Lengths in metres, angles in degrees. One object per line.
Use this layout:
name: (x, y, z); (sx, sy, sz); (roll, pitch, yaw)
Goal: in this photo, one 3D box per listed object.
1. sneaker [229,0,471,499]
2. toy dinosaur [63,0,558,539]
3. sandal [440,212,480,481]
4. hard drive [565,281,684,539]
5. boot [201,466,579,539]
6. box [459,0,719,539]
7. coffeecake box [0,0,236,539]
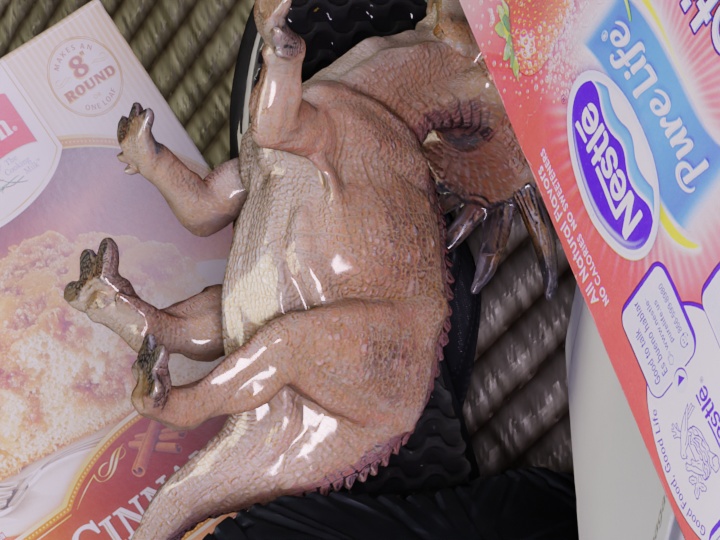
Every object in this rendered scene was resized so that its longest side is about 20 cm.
sneaker: (-0.017, 0.001, 0.928); (0.090, 0.070, 0.202); (-9, 85, 64)
toy dinosaur: (0.000, 0.000, 0.843); (0.086, 0.135, 0.201); (7, 79, 62)
sandal: (0.012, 0.025, 0.991); (0.075, 0.048, 0.202); (-12, 90, 50)
hard drive: (0.079, 0.029, 0.779); (0.200, 0.026, 0.133); (-90, 8, -58)
boot: (-0.002, 0.143, 0.854); (0.073, 0.198, 0.163); (36, 113, 28)
box: (0.103, -0.022, 0.604); (0.103, 0.094, 0.201); (-58, 43, 43)
coffeecake box: (-0.101, 0.037, 1.007); (0.201, 0.153, 0.073); (56, 151, -4)
